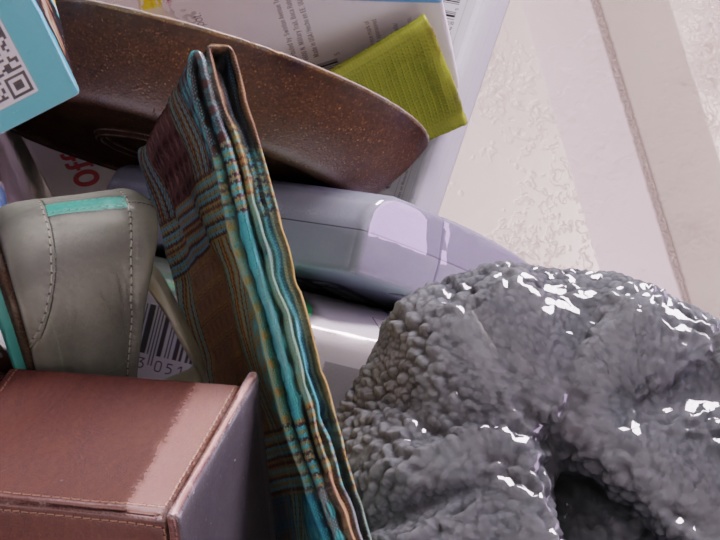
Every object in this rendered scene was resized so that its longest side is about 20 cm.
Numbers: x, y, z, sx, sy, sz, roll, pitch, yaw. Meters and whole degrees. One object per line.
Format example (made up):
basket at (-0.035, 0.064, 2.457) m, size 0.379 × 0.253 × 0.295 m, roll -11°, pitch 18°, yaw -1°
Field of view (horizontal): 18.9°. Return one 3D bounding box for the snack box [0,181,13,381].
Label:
snack box at (-0.135, -0.013, 0.662) m, size 0.200 × 0.024 × 0.073 m, roll 69°, pitch 6°, yaw -78°

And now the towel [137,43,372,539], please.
towel at (-0.033, 0.043, 0.676) m, size 0.147 × 0.022 × 0.202 m, roll 142°, pitch -67°, yaw -74°

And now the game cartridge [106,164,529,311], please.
game cartridge at (0.000, 0.000, 0.879) m, size 0.200 × 0.132 × 0.041 m, roll 27°, pitch 77°, yaw -64°

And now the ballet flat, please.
ballet flat at (-0.078, 0.056, 0.696) m, size 0.201 × 0.063 × 0.068 m, roll 88°, pitch -19°, yaw -44°

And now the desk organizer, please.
desk organizer at (-0.067, 0.131, 0.639) m, size 0.072 × 0.076 × 0.202 m, roll -61°, pitch 151°, yaw -57°

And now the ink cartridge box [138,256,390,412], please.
ink cartridge box at (-0.045, 0.018, 0.857) m, size 0.200 × 0.160 × 0.051 m, roll -119°, pitch -137°, yaw -75°

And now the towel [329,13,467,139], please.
towel at (-0.046, -0.041, 0.972) m, size 0.018 × 0.199 × 0.086 m, roll 60°, pitch -1°, yaw 27°

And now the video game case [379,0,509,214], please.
video game case at (-0.017, -0.077, 1.084) m, size 0.022 × 0.182 × 0.202 m, roll 19°, pitch 89°, yaw -44°

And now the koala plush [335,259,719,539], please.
koala plush at (0.064, 0.111, 0.738) m, size 0.185 × 0.176 × 0.200 m, roll 59°, pitch -16°, yaw 21°

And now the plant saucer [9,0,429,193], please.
plant saucer at (-0.073, -0.060, 0.833) m, size 0.200 × 0.199 × 0.035 m, roll 68°, pitch 36°, yaw -80°

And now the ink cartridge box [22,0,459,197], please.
ink cartridge box at (-0.075, -0.149, 0.982) m, size 0.147 × 0.198 × 0.147 m, roll 73°, pitch 0°, yaw -59°

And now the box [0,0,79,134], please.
box at (-0.131, -0.105, 0.665) m, size 0.083 × 0.049 × 0.200 m, roll 64°, pitch -1°, yaw -24°
